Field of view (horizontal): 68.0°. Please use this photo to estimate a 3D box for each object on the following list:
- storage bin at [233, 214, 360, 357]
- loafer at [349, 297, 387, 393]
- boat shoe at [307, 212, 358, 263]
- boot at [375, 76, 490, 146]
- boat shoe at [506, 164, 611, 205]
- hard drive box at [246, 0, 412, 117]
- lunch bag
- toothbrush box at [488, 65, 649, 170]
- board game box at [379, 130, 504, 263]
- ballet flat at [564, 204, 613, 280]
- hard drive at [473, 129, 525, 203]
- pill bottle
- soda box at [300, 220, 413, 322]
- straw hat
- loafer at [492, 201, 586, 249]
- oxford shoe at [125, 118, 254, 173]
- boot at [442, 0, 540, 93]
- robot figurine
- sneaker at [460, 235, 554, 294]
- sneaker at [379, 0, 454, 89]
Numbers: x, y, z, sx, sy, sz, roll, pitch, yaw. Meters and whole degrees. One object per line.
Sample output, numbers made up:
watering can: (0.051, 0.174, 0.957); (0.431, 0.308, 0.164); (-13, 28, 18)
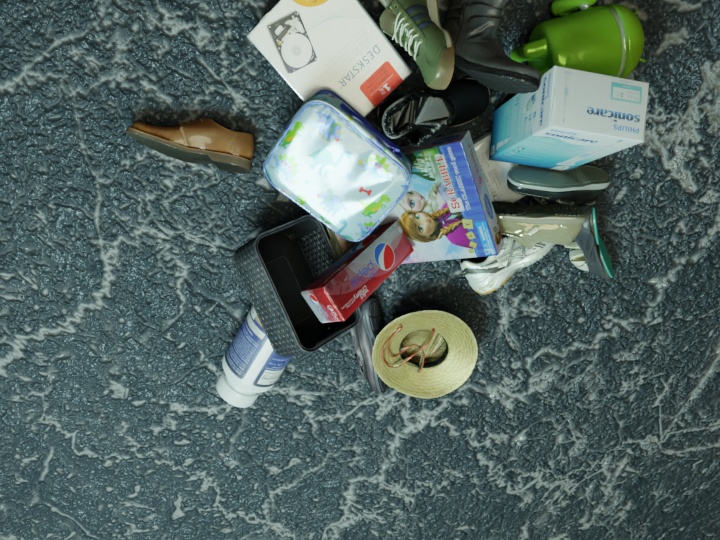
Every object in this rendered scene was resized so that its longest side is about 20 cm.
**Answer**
storage bin: (-0.105, 0.027, 0.887); (0.134, 0.093, 0.202); (-27, 94, -37)
loafer: (0.013, 0.145, 1.039); (0.062, 0.072, 0.203); (1, 114, 25)
boat shoe: (-0.046, -0.096, 0.921); (0.067, 0.072, 0.203); (-23, 112, -24)
boot: (0.122, -0.242, 0.807); (0.197, 0.168, 0.078); (-10, 111, -1)
boat shoe: (0.336, -0.140, 0.919); (0.197, 0.076, 0.061); (1, 135, -13)
hard drive box: (-0.045, -0.328, 0.803); (0.155, 0.077, 0.200); (-40, 112, 13)
lunch bag: (-0.029, -0.155, 0.799); (0.199, 0.083, 0.161); (36, 118, -14)
toothbrush box: (0.300, -0.218, 0.800); (0.144, 0.200, 0.087); (6, 89, -9)
board game box: (0.113, -0.109, 0.879); (0.197, 0.041, 0.202); (-5, 122, 37)
ballet flat: (0.413, -0.047, 0.980); (0.073, 0.074, 0.200); (-34, 134, 10)
hard drive: (0.184, -0.142, 0.939); (0.198, 0.026, 0.133); (-30, 114, 8)
pill bottle: (-0.186, 0.151, 0.987); (0.110, 0.111, 0.201); (28, 109, -17)
soda box: (0.000, 0.000, 0.867); (0.070, 0.200, 0.064); (-13, 115, 51)
straw hat: (0.119, 0.141, 1.029); (0.197, 0.085, 0.204); (-1, 112, -2)
loafer: (0.275, -0.073, 0.904); (0.197, 0.076, 0.069); (4, 116, 16)
oxford shoe: (-0.266, -0.211, 0.850); (0.197, 0.071, 0.072); (11, 85, -11)
boot: (0.185, -0.337, 0.757); (0.069, 0.199, 0.133); (10, 108, -55)
robot figurine: (0.337, -0.333, 0.818); (0.197, 0.116, 0.178); (-15, 104, 1)
sneaker: (0.270, -0.045, 0.966); (0.199, 0.076, 0.088); (-40, 106, 8)
sneaker: (0.069, -0.336, 0.752); (0.088, 0.203, 0.067); (4, 148, -16)
